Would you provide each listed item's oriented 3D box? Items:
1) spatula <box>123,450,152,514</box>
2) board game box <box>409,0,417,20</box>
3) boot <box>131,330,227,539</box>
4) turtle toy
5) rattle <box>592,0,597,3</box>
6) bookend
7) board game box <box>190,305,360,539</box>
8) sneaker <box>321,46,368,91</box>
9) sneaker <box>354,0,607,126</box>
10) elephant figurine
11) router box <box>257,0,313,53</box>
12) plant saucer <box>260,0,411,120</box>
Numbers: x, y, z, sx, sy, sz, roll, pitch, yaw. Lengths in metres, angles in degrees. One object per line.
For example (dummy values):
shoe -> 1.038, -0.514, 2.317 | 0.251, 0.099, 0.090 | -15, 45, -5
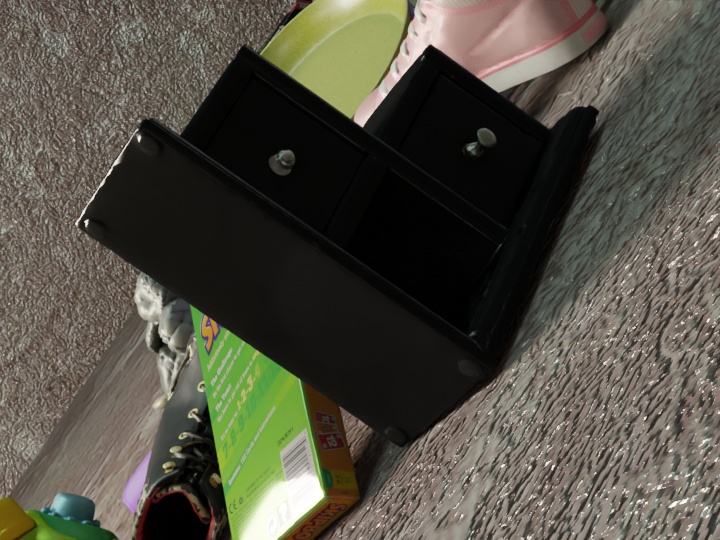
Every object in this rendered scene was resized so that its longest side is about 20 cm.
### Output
spatula -> -0.178, 0.191, 1.405 | 0.057, 0.021, 0.200 | -53, 10, -3
board game box -> 0.064, -0.233, 1.293 | 0.200, 0.032, 0.120 | -147, 49, -60
boot -> -0.096, 0.097, 1.118 | 0.154, 0.073, 0.204 | -82, 13, -67
turtle toy -> -0.213, 0.228, 1.144 | 0.101, 0.146, 0.200 | -33, -7, -44
rattle -> 0.085, -0.195, 1.143 | 0.200, 0.143, 0.130 | -42, 33, 30
bookend -> -0.004, -0.052, 0.851 | 0.092, 0.199, 0.200 | -47, 11, 48
board game box -> -0.054, 0.057, 0.919 | 0.096, 0.030, 0.200 | -46, 49, 42
sneaker -> 0.016, -0.154, 1.309 | 0.200, 0.076, 0.088 | -5, 66, 44
sneaker -> 0.055, -0.158, 1.080 | 0.200, 0.105, 0.075 | -23, 22, 40
elephant figurine -> -0.122, 0.055, 1.333 | 0.155, 0.142, 0.200 | -27, -19, -22
router box -> -0.053, -0.147, 1.598 | 0.200, 0.150, 0.062 | -45, 13, 42
plant saucer -> -0.031, -0.139, 1.270 | 0.200, 0.031, 0.200 | -33, 35, 26
